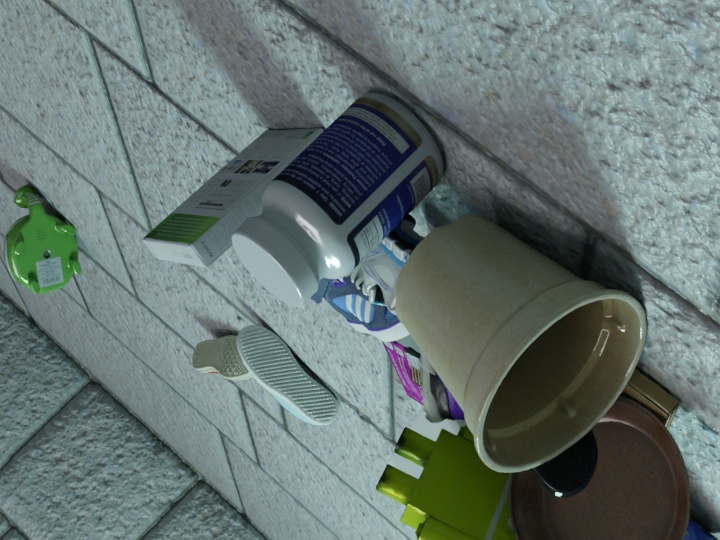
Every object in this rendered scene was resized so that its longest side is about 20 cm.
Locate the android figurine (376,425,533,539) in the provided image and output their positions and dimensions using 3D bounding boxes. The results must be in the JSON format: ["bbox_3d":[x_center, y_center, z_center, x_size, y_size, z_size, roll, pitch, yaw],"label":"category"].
[{"bbox_3d":[0.119,0.238,1.520,0.198,0.182,0.041,26,129,7],"label":"android figurine"}]

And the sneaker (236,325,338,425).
[{"bbox_3d":[-0.123,0.171,2.272,0.200,0.074,0.082,47,158,-1],"label":"sneaker"}]

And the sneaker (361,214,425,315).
[{"bbox_3d":[0.022,-0.013,1.496,0.074,0.088,0.200,14,-163,-17],"label":"sneaker"}]

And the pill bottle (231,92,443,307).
[{"bbox_3d":[-0.023,-0.066,1.396,0.115,0.200,0.116,39,160,18],"label":"pill bottle"}]

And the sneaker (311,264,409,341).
[{"bbox_3d":[0.000,0.000,1.662,0.147,0.081,0.199,52,159,-16],"label":"sneaker"}]

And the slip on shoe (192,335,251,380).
[{"bbox_3d":[-0.215,0.149,2.449,0.061,0.075,0.199,16,170,-31],"label":"slip on shoe"}]

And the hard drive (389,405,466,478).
[{"bbox_3d":[0.112,0.252,1.634,0.201,0.025,0.133,58,135,31],"label":"hard drive"}]

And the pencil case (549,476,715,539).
[{"bbox_3d":[0.287,0.258,1.530,0.199,0.078,0.087,39,-153,-19],"label":"pencil case"}]

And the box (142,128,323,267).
[{"bbox_3d":[-0.134,-0.082,1.596,0.037,0.200,0.144,56,159,-21],"label":"box"}]

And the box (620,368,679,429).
[{"bbox_3d":[0.230,0.112,1.496,0.199,0.021,0.164,39,160,20],"label":"box"}]

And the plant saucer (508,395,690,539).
[{"bbox_3d":[0.239,0.223,1.437,0.199,0.202,0.036,30,-170,37],"label":"plant saucer"}]

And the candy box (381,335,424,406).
[{"bbox_3d":[0.123,0.133,1.700,0.199,0.061,0.137,29,157,38],"label":"candy box"}]

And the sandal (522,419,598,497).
[{"bbox_3d":[0.178,0.145,1.440,0.048,0.074,0.202,97,161,-45],"label":"sandal"}]

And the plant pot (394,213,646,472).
[{"bbox_3d":[0.132,0.052,1.364,0.183,0.200,0.201,44,164,37],"label":"plant pot"}]

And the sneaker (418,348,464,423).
[{"bbox_3d":[0.110,0.062,1.541,0.098,0.069,0.203,-2,105,25],"label":"sneaker"}]

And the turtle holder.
[{"bbox_3d":[-0.623,-0.050,2.767,0.131,0.141,0.186,17,147,56],"label":"turtle holder"}]
